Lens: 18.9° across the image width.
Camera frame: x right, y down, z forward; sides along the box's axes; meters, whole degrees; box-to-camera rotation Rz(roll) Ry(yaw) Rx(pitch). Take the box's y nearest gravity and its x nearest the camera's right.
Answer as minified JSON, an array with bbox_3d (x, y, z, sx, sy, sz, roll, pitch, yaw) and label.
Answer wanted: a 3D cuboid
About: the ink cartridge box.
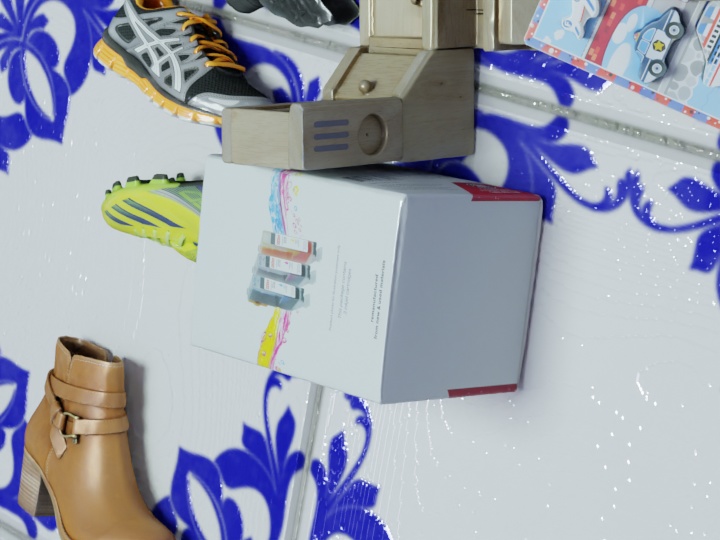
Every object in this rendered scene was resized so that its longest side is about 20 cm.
[{"bbox_3d":[0.000,0.000,1.520,0.200,0.145,0.145,15,103,44],"label":"ink cartridge box"}]

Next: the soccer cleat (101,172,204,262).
[{"bbox_3d":[-0.137,-0.037,1.709,0.200,0.065,0.084,-4,92,44],"label":"soccer cleat"}]

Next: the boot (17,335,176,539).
[{"bbox_3d":[-0.210,0.150,1.786,0.200,0.074,0.155,22,103,39],"label":"boot"}]

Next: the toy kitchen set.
[{"bbox_3d":[0.026,-0.172,1.461,0.163,0.180,0.200,7,101,43],"label":"toy kitchen set"}]

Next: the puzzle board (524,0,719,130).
[{"bbox_3d":[0.207,-0.200,1.340,0.151,0.017,0.200,24,113,4],"label":"puzzle board"}]

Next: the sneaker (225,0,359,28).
[{"bbox_3d":[-0.068,-0.271,1.637,0.104,0.060,0.200,-16,86,45],"label":"sneaker"}]

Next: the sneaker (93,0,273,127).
[{"bbox_3d":[-0.135,-0.166,1.695,0.200,0.078,0.077,34,106,37],"label":"sneaker"}]
